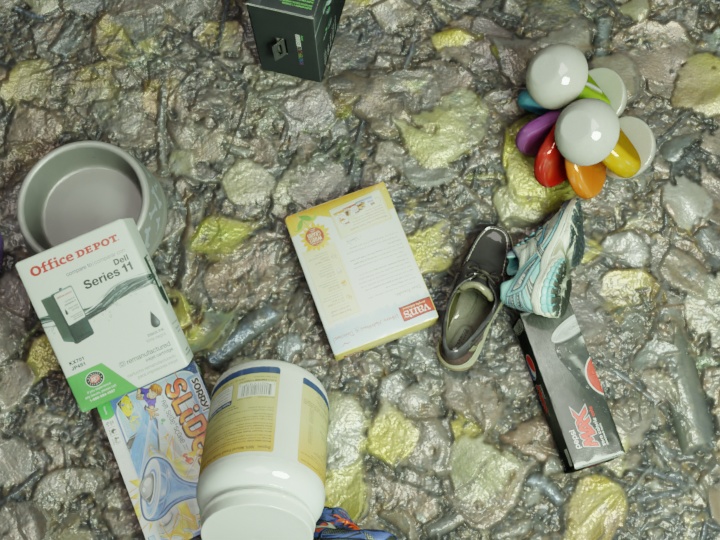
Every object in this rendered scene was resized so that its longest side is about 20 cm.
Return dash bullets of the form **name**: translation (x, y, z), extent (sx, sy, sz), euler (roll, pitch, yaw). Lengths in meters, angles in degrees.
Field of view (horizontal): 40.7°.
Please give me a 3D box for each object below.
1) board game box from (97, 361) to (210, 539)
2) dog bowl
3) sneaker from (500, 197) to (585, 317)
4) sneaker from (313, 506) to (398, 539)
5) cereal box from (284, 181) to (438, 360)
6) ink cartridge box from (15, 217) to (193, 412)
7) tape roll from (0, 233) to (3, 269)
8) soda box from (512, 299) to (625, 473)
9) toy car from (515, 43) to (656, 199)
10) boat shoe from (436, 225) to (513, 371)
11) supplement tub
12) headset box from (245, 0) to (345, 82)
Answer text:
- **board game box**: translation (-0.227, 0.232, 1.199), extent (0.135, 0.034, 0.201), euler (-24, 74, -6)
- **dog bowl**: translation (-0.361, -0.082, 1.288), extent (0.199, 0.059, 0.201), euler (0, 72, 1)
- **sneaker**: translation (0.229, -0.026, 1.225), extent (0.086, 0.078, 0.200), euler (4, 41, 26)
- **sneaker**: translation (-0.029, 0.304, 1.106), extent (0.075, 0.200, 0.079), euler (47, 53, -25)
- **cereal box**: translation (0.000, 0.000, 1.262), extent (0.143, 0.040, 0.201), euler (-19, 74, -4)
- **ink cartridge box**: translation (-0.314, 0.051, 1.200), extent (0.146, 0.083, 0.201), euler (-24, 94, -4)
- **tape roll**: translation (-0.578, -0.024, 1.272), extent (0.199, 0.066, 0.201), euler (0, 72, 1)
- **soda box**: translation (0.256, 0.143, 1.199), extent (0.070, 0.063, 0.201), euler (-16, 74, -3)
- **toy car**: translation (0.275, -0.185, 1.264), extent (0.150, 0.175, 0.201), euler (-37, 62, 31)
- **boat shoe**: translation (0.149, 0.029, 1.235), extent (0.072, 0.065, 0.201), euler (22, 74, 10)
- **supplement tub**: translation (-0.110, 0.218, 1.108), extent (0.144, 0.145, 0.201), euler (0, 43, 1)
- **headset box**: translation (-0.078, -0.376, 1.311), extent (0.092, 0.174, 0.201), euler (13, 75, 5)
